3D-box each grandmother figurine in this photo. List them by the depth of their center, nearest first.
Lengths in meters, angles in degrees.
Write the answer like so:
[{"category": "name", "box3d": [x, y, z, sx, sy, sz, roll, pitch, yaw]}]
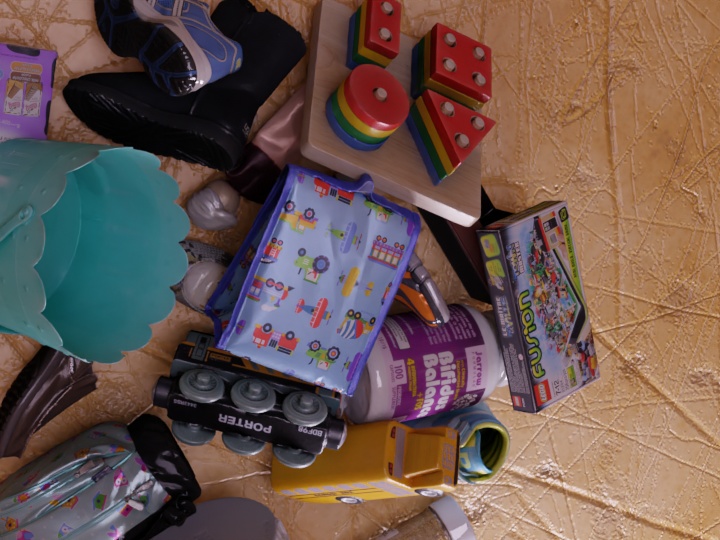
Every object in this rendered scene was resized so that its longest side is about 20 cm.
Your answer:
[{"category": "grandmother figurine", "box3d": [-0.096, -0.115, 1.392, 0.200, 0.061, 0.121, -43, 120, -5]}]

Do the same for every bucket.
[{"category": "bucket", "box3d": [-0.268, -0.023, 1.244, 0.207, 0.134, 0.209, -28, 124, -52]}]

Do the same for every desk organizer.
[{"category": "desk organizer", "box3d": [0.114, -0.066, 1.463, 0.077, 0.072, 0.201, -36, 109, -12]}]

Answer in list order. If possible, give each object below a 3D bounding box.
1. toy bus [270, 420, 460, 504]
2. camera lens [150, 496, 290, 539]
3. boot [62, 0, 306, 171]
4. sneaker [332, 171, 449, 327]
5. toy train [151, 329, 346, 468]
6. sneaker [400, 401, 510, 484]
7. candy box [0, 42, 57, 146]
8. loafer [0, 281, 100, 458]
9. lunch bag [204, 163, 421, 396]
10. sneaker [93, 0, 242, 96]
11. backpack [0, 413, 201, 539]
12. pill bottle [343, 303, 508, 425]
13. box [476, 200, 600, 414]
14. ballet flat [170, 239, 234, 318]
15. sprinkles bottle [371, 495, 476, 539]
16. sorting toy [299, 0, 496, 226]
[{"category": "toy bus", "box3d": [0.006, 0.197, 1.405, 0.078, 0.199, 0.066, 29, 58, -43]}, {"category": "camera lens", "box3d": [-0.126, 0.355, 1.391, 0.159, 0.160, 0.201, -24, 119, -13]}, {"category": "boot", "box3d": [-0.169, -0.195, 1.338, 0.199, 0.077, 0.169, 17, 61, 18]}, {"category": "sneaker", "box3d": [0.000, 0.000, 1.417, 0.112, 0.078, 0.200, -39, 75, 0]}, {"category": "toy train", "box3d": [-0.108, 0.127, 1.375, 0.198, 0.114, 0.086, 13, 125, -1]}, {"category": "sneaker", "box3d": [0.069, 0.200, 1.462, 0.199, 0.130, 0.080, -26, 107, -12]}, {"category": "candy box", "box3d": [-0.372, -0.113, 1.246, 0.167, 0.071, 0.202, -1, 103, -56]}, {"category": "loafer", "box3d": [-0.293, 0.108, 1.353, 0.071, 0.073, 0.201, 34, 88, -21]}, {"category": "lunch bag", "box3d": [-0.038, -0.003, 1.315, 0.150, 0.094, 0.201, 22, 106, -22]}, {"category": "sneaker", "box3d": [-0.188, -0.231, 1.286, 0.077, 0.200, 0.076, -17, 141, -36]}, {"category": "backpack", "box3d": [-0.267, 0.227, 1.352, 0.199, 0.167, 0.127, -30, 91, -8]}, {"category": "pill bottle", "box3d": [0.078, 0.096, 1.451, 0.199, 0.112, 0.113, -10, 103, -25]}, {"category": "box", "box3d": [0.190, 0.038, 1.438, 0.110, 0.035, 0.202, -23, 106, -37]}, {"category": "ballet flat", "box3d": [-0.125, 0.030, 1.399, 0.200, 0.072, 0.072, 32, 89, -21]}, {"category": "sprinkles bottle", "box3d": [0.030, 0.325, 1.504, 0.199, 0.068, 0.069, -28, 107, -12]}, {"category": "sorting toy", "box3d": [0.049, -0.173, 1.358, 0.199, 0.070, 0.200, 22, 52, -24]}]
